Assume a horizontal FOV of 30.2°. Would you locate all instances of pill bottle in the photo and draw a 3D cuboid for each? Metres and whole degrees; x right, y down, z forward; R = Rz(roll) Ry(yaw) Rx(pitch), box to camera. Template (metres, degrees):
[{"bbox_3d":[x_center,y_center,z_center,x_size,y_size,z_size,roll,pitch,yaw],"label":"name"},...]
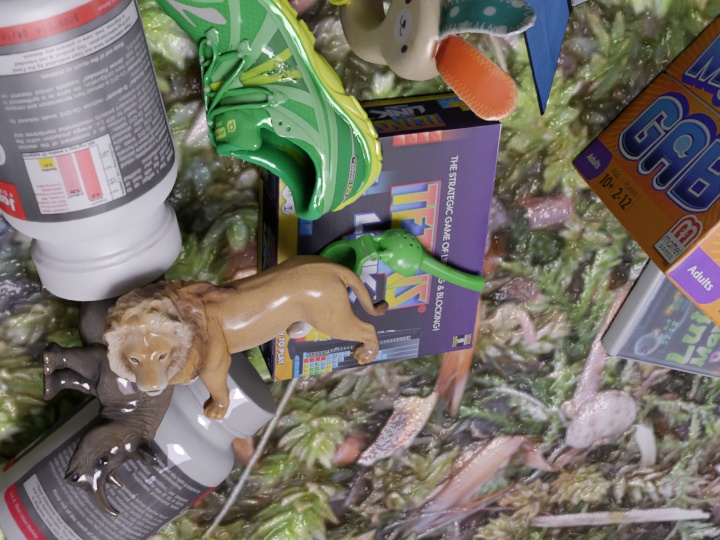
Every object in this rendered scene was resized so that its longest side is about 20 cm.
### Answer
[{"bbox_3d":[-0.163,0.134,0.976,0.200,0.111,0.111,-39,129,7],"label":"pill bottle"},{"bbox_3d":[-0.175,-0.090,0.803,0.115,0.116,0.201,-17,123,-11],"label":"pill bottle"}]

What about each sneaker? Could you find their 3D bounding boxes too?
[{"bbox_3d":[-0.066,-0.115,0.826,0.200,0.074,0.084,49,63,-14],"label":"sneaker"}]

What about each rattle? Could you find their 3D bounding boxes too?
[{"bbox_3d":[0.000,-0.171,0.768,0.142,0.201,0.130,24,125,-37],"label":"rattle"}]

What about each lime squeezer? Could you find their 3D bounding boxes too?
[{"bbox_3d":[0.000,0.000,0.936,0.199,0.038,0.071,-9,158,-18],"label":"lime squeezer"}]

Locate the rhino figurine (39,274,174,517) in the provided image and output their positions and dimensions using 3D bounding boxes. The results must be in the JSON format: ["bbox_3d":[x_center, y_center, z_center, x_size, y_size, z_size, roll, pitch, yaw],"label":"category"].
[{"bbox_3d":[-0.170,0.064,0.898,0.087,0.202,0.060,-2,166,-14],"label":"rhino figurine"}]

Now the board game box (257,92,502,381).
[{"bbox_3d":[0.009,-0.023,0.974,0.164,0.057,0.201,-8,126,-16],"label":"board game box"}]

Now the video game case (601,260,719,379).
[{"bbox_3d":[0.325,0.004,1.146,0.181,0.023,0.201,13,117,-29],"label":"video game case"}]

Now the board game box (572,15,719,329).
[{"bbox_3d":[0.315,-0.051,0.965,0.200,0.200,0.200,39,103,-25],"label":"board game box"}]

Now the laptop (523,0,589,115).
[{"bbox_3d":[0.164,-0.238,0.849,0.199,0.116,0.188,-24,130,-6],"label":"laptop"}]

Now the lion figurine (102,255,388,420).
[{"bbox_3d":[-0.068,0.029,0.858,0.199,0.073,0.123,-26,144,-19],"label":"lion figurine"}]
